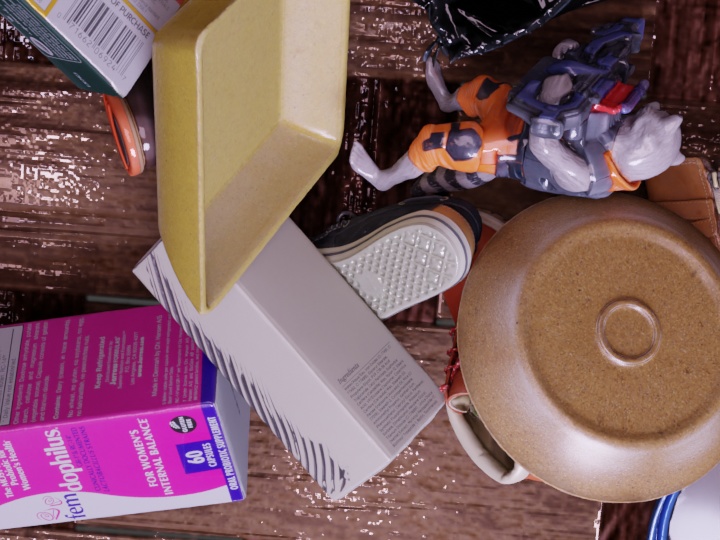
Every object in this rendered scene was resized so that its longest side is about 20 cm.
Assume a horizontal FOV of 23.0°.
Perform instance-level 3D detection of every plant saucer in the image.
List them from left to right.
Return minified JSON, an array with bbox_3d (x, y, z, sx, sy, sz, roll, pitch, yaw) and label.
[{"bbox_3d":[-0.068,-0.107,1.054,0.048,0.200,0.200,18,132,16],"label":"plant saucer"},{"bbox_3d":[0.160,0.042,1.093,0.200,0.035,0.200,3,75,-12],"label":"plant saucer"}]

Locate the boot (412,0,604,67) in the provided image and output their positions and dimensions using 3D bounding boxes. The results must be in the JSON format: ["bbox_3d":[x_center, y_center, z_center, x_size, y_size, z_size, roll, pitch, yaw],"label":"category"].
[{"bbox_3d":[0.121,-0.191,1.098,0.198,0.162,0.073,-26,95,6],"label":"boot"}]

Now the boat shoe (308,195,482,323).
[{"bbox_3d":[0.000,0.000,1.167,0.200,0.062,0.075,-22,105,39],"label":"boat shoe"}]

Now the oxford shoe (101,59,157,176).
[{"bbox_3d":[-0.118,-0.112,1.106,0.072,0.200,0.071,-12,111,3],"label":"oxford shoe"}]

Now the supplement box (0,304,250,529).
[{"bbox_3d":[-0.182,0.097,1.178,0.200,0.103,0.101,-7,134,6],"label":"supplement box"}]

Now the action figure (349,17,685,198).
[{"bbox_3d":[0.119,-0.093,1.129,0.193,0.200,0.105,8,117,31],"label":"action figure"}]

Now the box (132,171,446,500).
[{"bbox_3d":[-0.044,0.041,1.128,0.200,0.082,0.068,49,133,1],"label":"box"}]

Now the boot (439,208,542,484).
[{"bbox_3d":[0.086,0.047,1.143,0.075,0.107,0.200,-45,63,40],"label":"boot"}]

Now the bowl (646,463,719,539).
[{"bbox_3d":[0.297,0.190,1.215,0.200,0.039,0.201,1,100,3],"label":"bowl"}]

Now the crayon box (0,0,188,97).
[{"bbox_3d":[-0.134,-0.217,1.014,0.126,0.052,0.200,45,70,-41],"label":"crayon box"}]

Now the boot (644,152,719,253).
[{"bbox_3d":[0.209,0.005,1.174,0.200,0.077,0.155,-17,91,16],"label":"boot"}]
